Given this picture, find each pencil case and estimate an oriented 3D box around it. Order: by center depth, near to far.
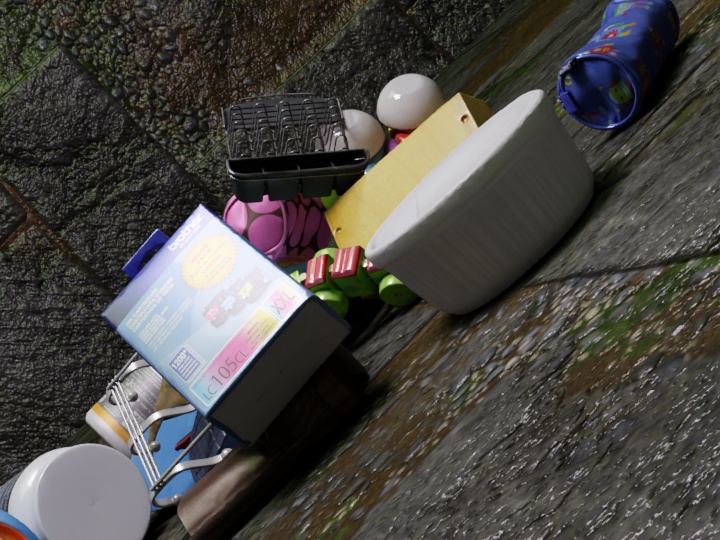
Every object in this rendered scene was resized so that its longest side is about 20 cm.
[{"bbox_3d":[0.244,-0.200,1.438,0.087,0.078,0.200,-12,22,30],"label":"pencil case"},{"bbox_3d":[-0.092,-0.048,1.757,0.091,0.094,0.200,-23,-5,16],"label":"pencil case"}]

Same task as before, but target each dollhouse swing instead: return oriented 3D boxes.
[{"bbox_3d":[0.099,-0.060,1.623,0.200,0.176,0.182,-41,49,20],"label":"dollhouse swing"}]

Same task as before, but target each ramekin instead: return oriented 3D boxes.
[{"bbox_3d":[0.106,-0.050,1.273,0.202,0.094,0.202,-42,8,7],"label":"ramekin"}]

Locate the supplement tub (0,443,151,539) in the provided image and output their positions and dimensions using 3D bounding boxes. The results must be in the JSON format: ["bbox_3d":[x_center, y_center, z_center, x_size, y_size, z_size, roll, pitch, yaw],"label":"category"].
[{"bbox_3d":[-0.313,0.265,1.584,0.140,0.140,0.200,-49,8,-37],"label":"supplement tub"}]

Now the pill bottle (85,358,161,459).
[{"bbox_3d":[-0.238,0.155,1.915,0.200,0.116,0.116,-45,7,-12],"label":"pill bottle"}]

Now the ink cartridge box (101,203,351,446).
[{"bbox_3d":[-0.126,0.037,1.302,0.136,0.076,0.200,-49,49,-5],"label":"ink cartridge box"}]

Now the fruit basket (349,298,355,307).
[{"bbox_3d":[-0.067,0.032,1.785,0.200,0.094,0.185,-39,8,11],"label":"fruit basket"}]

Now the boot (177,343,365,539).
[{"bbox_3d":[-0.084,0.146,1.338,0.200,0.064,0.186,-47,8,8],"label":"boot"}]

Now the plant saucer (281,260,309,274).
[{"bbox_3d":[-0.091,0.041,1.637,0.201,0.039,0.201,-18,13,4],"label":"plant saucer"}]

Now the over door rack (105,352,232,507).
[{"bbox_3d":[-0.156,0.104,1.422,0.067,0.148,0.200,7,-52,-40],"label":"over door rack"}]

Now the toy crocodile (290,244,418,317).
[{"bbox_3d":[0.000,0.000,1.502,0.200,0.062,0.068,-14,52,25],"label":"toy crocodile"}]

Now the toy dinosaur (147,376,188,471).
[{"bbox_3d":[-0.183,0.102,1.518,0.200,0.058,0.101,-52,45,13],"label":"toy dinosaur"}]

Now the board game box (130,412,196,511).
[{"bbox_3d":[-0.173,0.190,1.617,0.200,0.039,0.158,-25,40,42],"label":"board game box"}]

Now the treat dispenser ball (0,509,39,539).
[{"bbox_3d":[-0.381,0.316,1.421,0.201,0.201,0.201,-43,7,7],"label":"treat dispenser ball"}]

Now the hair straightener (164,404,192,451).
[{"bbox_3d":[-0.135,0.102,1.533,0.200,0.077,0.041,-40,-13,30],"label":"hair straightener"}]

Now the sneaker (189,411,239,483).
[{"bbox_3d":[-0.101,0.135,1.472,0.200,0.082,0.074,-56,38,24],"label":"sneaker"}]

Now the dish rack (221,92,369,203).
[{"bbox_3d":[-0.079,-0.148,1.688,0.200,0.153,0.055,-104,13,-49],"label":"dish rack"}]

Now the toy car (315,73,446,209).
[{"bbox_3d":[0.053,-0.117,1.804,0.200,0.175,0.150,-31,45,-14],"label":"toy car"}]
